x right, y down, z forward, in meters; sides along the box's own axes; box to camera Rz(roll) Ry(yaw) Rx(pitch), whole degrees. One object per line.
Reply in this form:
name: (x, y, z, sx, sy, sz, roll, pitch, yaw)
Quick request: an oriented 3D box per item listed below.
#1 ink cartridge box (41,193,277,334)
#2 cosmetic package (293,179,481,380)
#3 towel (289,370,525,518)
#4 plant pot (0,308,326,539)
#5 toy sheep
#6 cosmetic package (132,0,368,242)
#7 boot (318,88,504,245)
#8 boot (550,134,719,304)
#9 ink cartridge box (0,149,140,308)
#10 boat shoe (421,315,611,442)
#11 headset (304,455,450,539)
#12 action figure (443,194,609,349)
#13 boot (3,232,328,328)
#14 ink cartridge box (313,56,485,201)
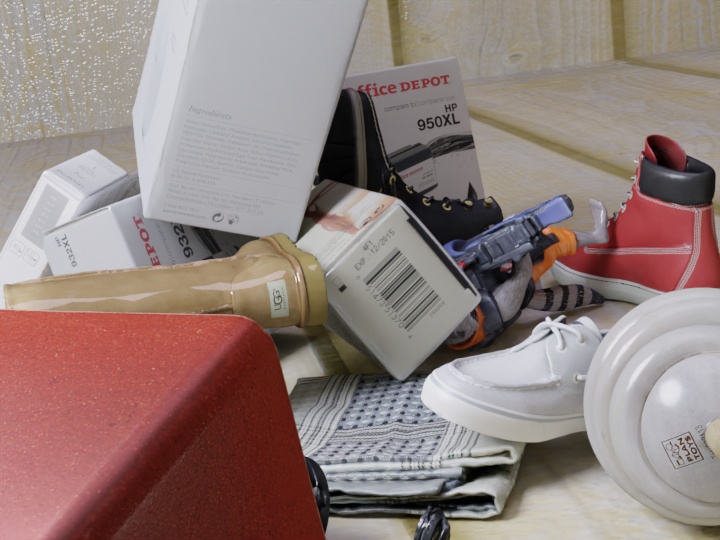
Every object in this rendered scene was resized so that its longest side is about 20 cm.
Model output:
ink cartridge box: (-0.139, 0.002, 1.010, 0.083, 0.146, 0.200, -18, 6, 34)
cosmetic package: (0.000, 0.000, 0.943, 0.087, 0.103, 0.200, -44, 18, -7)
towel: (0.018, 0.102, 0.806, 0.191, 0.035, 0.200, -2, 16, 16)
plant pot: (-0.134, 0.144, 0.438, 0.199, 0.201, 0.176, 1, 29, 27)
toy sheep: (0.185, 0.071, 0.662, 0.137, 0.139, 0.200, -4, -2, 9)
cosmetic package: (-0.092, -0.161, 0.951, 0.122, 0.201, 0.200, 8, 28, -18)
boot: (0.047, -0.064, 1.114, 0.153, 0.205, 0.073, -10, 5, -28)
boot: (0.231, -0.048, 1.070, 0.072, 0.145, 0.200, -16, 16, -28)
ink cartridge box: (-0.260, -0.012, 1.084, 0.045, 0.201, 0.176, 35, 20, 3)
boat shoe: (0.128, 0.060, 0.760, 0.199, 0.069, 0.072, 5, 20, -27)
headset: (-0.052, 0.115, 0.630, 0.199, 0.094, 0.123, 30, 9, 24)
action figure: (0.130, 0.007, 1.000, 0.193, 0.105, 0.200, -25, -2, -38)
boot: (-0.137, 0.017, 0.839, 0.199, 0.067, 0.175, -8, 1, -16)
ink cartridge box: (0.034, -0.092, 1.191, 0.144, 0.201, 0.084, -13, 4, -23)
